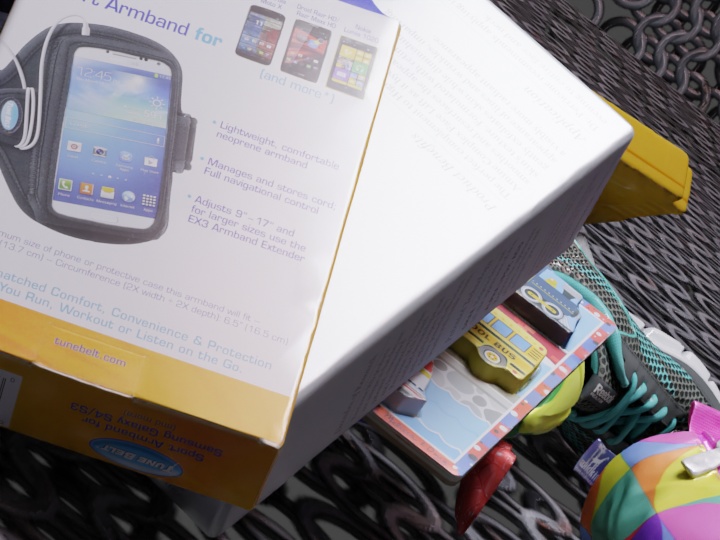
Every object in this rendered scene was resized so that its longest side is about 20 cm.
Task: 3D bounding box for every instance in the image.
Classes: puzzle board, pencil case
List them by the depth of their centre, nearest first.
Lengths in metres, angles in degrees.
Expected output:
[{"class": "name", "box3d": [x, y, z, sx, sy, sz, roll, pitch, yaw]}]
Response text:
[{"class": "puzzle board", "box3d": [-0.011, -0.015, 0.988, 0.200, 0.017, 0.151, 38, 30, 10]}, {"class": "pencil case", "box3d": [0.149, 0.135, 1.062, 0.088, 0.088, 0.200, 32, 15, -29]}]

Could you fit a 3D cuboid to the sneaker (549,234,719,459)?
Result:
[{"class": "sneaker", "box3d": [0.104, 0.048, 1.231, 0.200, 0.078, 0.091, 48, 16, -19]}]

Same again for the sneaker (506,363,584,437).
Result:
[{"class": "sneaker", "box3d": [0.000, 0.000, 1.103, 0.200, 0.074, 0.084, 34, 29, 21]}]

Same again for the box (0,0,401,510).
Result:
[{"class": "box", "box3d": [-0.061, -0.032, 0.829, 0.119, 0.042, 0.200, 19, 48, -4]}]

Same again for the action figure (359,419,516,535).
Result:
[{"class": "action figure", "box3d": [-0.040, 0.028, 0.970, 0.200, 0.052, 0.065, 35, 7, 0]}]

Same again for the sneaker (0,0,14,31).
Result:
[{"class": "sneaker", "box3d": [-0.072, -0.120, 0.951, 0.200, 0.109, 0.070, 9, 62, -18]}]

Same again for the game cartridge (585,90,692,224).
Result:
[{"class": "game cartridge", "box3d": [0.032, -0.061, 1.265, 0.200, 0.033, 0.176, -2, -22, 44]}]

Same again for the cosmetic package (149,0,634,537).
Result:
[{"class": "cosmetic package", "box3d": [-0.010, -0.013, 0.902, 0.102, 0.074, 0.200, 43, 54, 15]}]
